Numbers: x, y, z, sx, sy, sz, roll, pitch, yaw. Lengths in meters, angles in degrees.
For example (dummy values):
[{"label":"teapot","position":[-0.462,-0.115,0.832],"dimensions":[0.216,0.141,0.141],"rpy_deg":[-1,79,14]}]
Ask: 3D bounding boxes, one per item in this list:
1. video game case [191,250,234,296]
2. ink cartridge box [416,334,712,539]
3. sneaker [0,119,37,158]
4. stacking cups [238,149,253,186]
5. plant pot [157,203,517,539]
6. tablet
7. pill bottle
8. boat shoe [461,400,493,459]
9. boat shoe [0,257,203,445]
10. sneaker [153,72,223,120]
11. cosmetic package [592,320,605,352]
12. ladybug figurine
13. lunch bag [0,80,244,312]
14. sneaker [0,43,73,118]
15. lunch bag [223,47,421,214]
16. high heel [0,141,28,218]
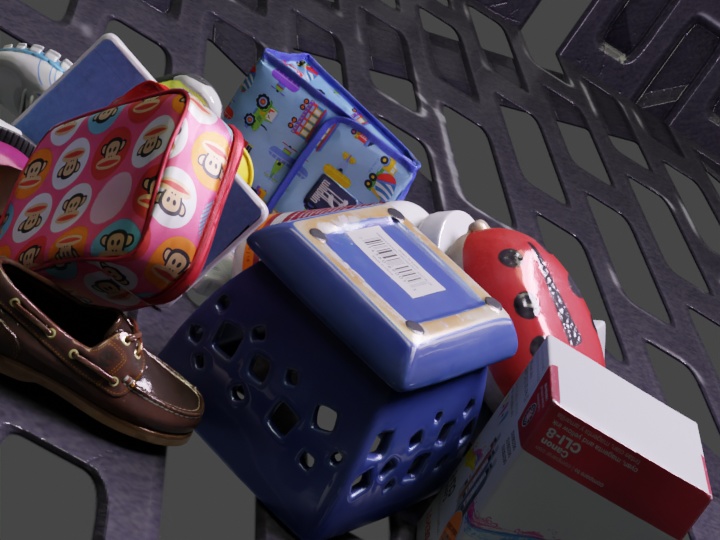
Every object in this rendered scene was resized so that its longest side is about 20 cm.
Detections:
[{"label":"video game case","position":[-0.118,-0.023,1.895],"dimensions":[0.182,0.024,0.200],"rpy_deg":[19,23,-41]},{"label":"ink cartridge box","position":[0.150,0.185,1.567],"dimensions":[0.144,0.200,0.145],"rpy_deg":[30,18,-7]},{"label":"sneaker","position":[-0.338,-0.118,1.658],"dimensions":[0.200,0.074,0.089],"rpy_deg":[25,22,-30]},{"label":"stacking cups","position":[-0.175,-0.064,1.804],"dimensions":[0.060,0.061,0.200],"rpy_deg":[40,36,16]},{"label":"plant pot","position":[-0.010,0.064,1.578],"dimensions":[0.200,0.180,0.200],"rpy_deg":[44,29,22]},{"label":"tablet","position":[-0.184,-0.080,1.687],"dimensions":[0.200,0.130,0.014],"rpy_deg":[49,17,-2]},{"label":"pill bottle","position":[0.000,0.000,1.746],"dimensions":[0.199,0.114,0.113],"rpy_deg":[-6,-5,31]},{"label":"boat shoe","position":[0.102,0.132,1.692],"dimensions":[0.074,0.068,0.200],"rpy_deg":[-38,93,-40]},{"label":"boat shoe","position":[-0.191,0.058,1.461],"dimensions":[0.200,0.070,0.070],"rpy_deg":[27,20,-26]},{"label":"sneaker","position":[-0.201,-0.104,1.729],"dimensions":[0.076,0.199,0.076],"rpy_deg":[60,31,-15]},{"label":"cosmetic package","position":[0.107,0.079,1.804],"dimensions":[0.199,0.072,0.101],"rpy_deg":[4,9,19]},{"label":"ladybug figurine","position":[0.139,0.048,1.662],"dimensions":[0.136,0.072,0.201],"rpy_deg":[-23,86,-49]},{"label":"lunch bag","position":[-0.181,-0.059,1.523],"dimensions":[0.200,0.177,0.082],"rpy_deg":[-8,-33,45]},{"label":"sneaker","position":[-0.269,-0.133,1.839],"dimensions":[0.199,0.075,0.087],"rpy_deg":[27,47,12]},{"label":"lunch bag","position":[-0.040,-0.086,1.914],"dimensions":[0.200,0.151,0.094],"rpy_deg":[41,18,18]},{"label":"high heel","position":[-0.259,-0.043,1.613],"dimensions":[0.200,0.068,0.096],"rpy_deg":[30,8,-27]}]
